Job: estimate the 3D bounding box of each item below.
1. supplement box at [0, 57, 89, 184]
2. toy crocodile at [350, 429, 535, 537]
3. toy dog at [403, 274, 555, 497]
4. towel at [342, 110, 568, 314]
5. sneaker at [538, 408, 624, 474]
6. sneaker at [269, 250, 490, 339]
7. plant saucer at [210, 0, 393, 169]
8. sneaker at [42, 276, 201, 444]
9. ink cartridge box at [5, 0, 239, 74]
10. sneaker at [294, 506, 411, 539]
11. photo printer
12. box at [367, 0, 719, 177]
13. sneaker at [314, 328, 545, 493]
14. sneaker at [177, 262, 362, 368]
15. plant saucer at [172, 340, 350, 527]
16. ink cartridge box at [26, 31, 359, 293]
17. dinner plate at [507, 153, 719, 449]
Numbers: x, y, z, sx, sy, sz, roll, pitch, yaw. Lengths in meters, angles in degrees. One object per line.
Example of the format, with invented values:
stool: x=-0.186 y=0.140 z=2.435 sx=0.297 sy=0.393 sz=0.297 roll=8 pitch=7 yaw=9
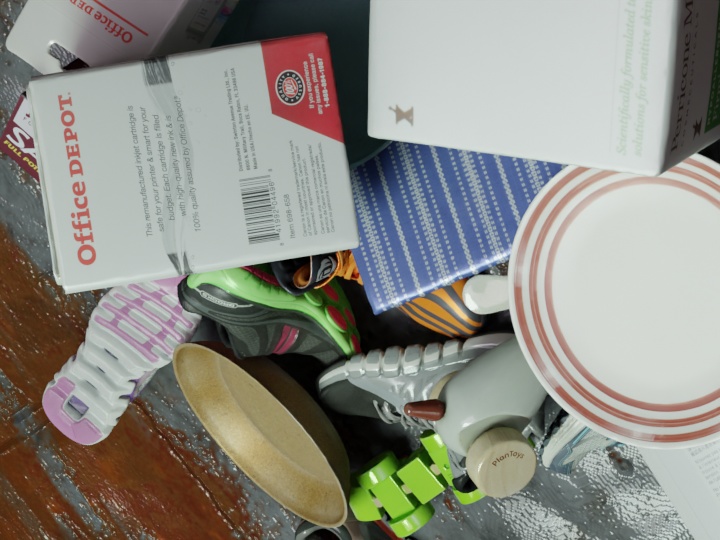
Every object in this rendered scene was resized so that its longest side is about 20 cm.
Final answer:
supplement box: x=-0.163 y=-0.118 z=1.318 sx=0.109 sy=0.200 sz=0.061 roll=41 pitch=131 yaw=5
toy crocodile: x=0.060 y=0.162 z=1.451 sx=0.200 sy=0.062 sz=0.068 roll=-32 pitch=98 yaw=37
toy dog: x=0.099 y=0.056 z=1.248 sx=0.132 sy=0.096 sz=0.200 roll=16 pitch=86 yaw=55
towel: x=0.075 y=-0.070 z=1.240 sx=0.200 sy=0.024 sz=0.145 roll=-23 pitch=76 yaw=23
sneaker: x=0.205 y=0.100 z=1.302 sx=0.086 sy=0.078 sz=0.200 roll=37 pitch=132 yaw=3
sneaker: x=0.000 y=0.000 z=1.343 sx=0.200 sy=0.112 sz=0.078 roll=37 pitch=127 yaw=7
plant saucer: x=-0.026 y=-0.162 z=1.265 sx=0.200 sy=0.036 sz=0.200 roll=-3 pitch=83 yaw=26
sneaker: x=-0.197 y=0.061 z=1.536 sx=0.080 sy=0.088 sz=0.200 roll=42 pitch=119 yaw=1
ink cartridge box: x=-0.152 y=-0.212 z=1.264 sx=0.116 sy=0.067 sz=0.200 roll=35 pitch=95 yaw=22
sneaker: x=0.023 y=0.271 z=1.522 sx=0.200 sy=0.082 sz=0.077 roll=37 pitch=132 yaw=9
photo printer: x=0.252 y=0.082 z=1.173 sx=0.166 sy=0.069 sz=0.200 roll=-38 pitch=80 yaw=37
box: x=0.126 y=-0.180 z=1.086 sx=0.200 sy=0.171 sz=0.199 roll=11 pitch=110 yaw=27
sneaker: x=0.053 y=0.118 z=1.364 sx=0.200 sy=0.075 sz=0.116 roll=-14 pitch=69 yaw=29
sneaker: x=-0.068 y=0.032 z=1.388 sx=0.084 sy=0.077 sz=0.200 roll=-30 pitch=140 yaw=23
plant saucer: x=-0.074 y=0.127 z=1.461 sx=0.200 sy=0.035 sz=0.200 roll=37 pitch=154 yaw=21
ink cartridge box: x=-0.111 y=-0.071 z=1.183 sx=0.200 sy=0.084 sz=0.144 roll=-9 pitch=91 yaw=-4
dinner plate: x=0.188 y=0.016 z=1.136 sx=0.200 sy=0.024 sz=0.200 roll=6 pitch=103 yaw=29
